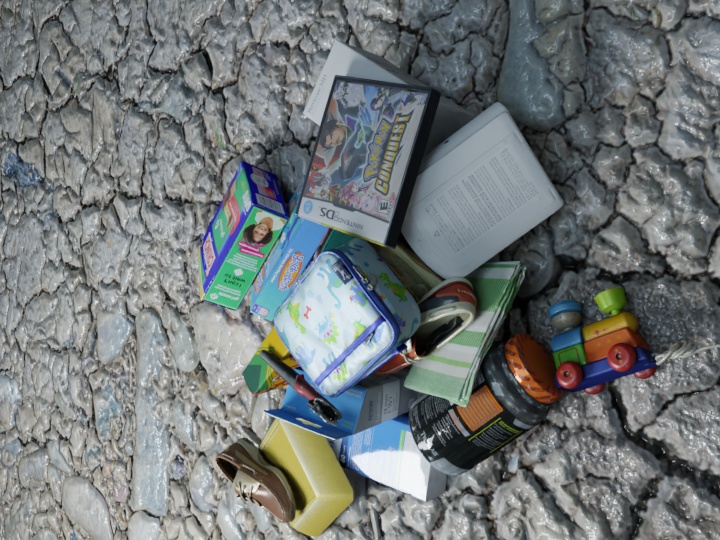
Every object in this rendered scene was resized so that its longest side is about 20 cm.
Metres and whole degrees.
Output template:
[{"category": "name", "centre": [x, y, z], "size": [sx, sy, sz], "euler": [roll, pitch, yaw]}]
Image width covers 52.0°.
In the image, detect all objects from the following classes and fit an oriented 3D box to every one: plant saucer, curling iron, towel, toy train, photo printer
[{"category": "plant saucer", "centre": [-0.105, 0.327, 1.217], "size": [0.201, 0.048, 0.201], "euler": [59, 144, 23]}, {"category": "curling iron", "centre": [-0.089, 0.159, 1.051], "size": [0.026, 0.050, 0.199], "euler": [-50, 43, -5]}, {"category": "towel", "centre": [0.140, 0.079, 1.003], "size": [0.152, 0.023, 0.202], "euler": [2, 64, 64]}, {"category": "toy train", "centre": [0.327, 0.072, 0.911], "size": [0.199, 0.084, 0.117], "euler": [-27, 60, 34]}, {"category": "photo printer", "centre": [0.144, -0.094, 0.973], "size": [0.199, 0.070, 0.167], "euler": [-36, 108, 7]}]

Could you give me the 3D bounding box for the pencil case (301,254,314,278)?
[{"category": "pencil case", "centre": [0.000, 0.000, 1.159], "size": [0.198, 0.083, 0.092], "euler": [-12, 102, 37]}]

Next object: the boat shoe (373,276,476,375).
[{"category": "boat shoe", "centre": [0.080, 0.089, 1.003], "size": [0.200, 0.071, 0.063], "euler": [-41, 31, 28]}]

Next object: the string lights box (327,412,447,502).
[{"category": "string lights box", "centre": [0.039, 0.269, 1.140], "size": [0.198, 0.059, 0.104], "euler": [12, 97, 38]}]

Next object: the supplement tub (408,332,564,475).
[{"category": "supplement tub", "centre": [0.170, 0.180, 1.000], "size": [0.200, 0.122, 0.123], "euler": [-42, 65, 29]}]

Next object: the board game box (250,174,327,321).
[{"category": "board game box", "centre": [-0.119, -0.039, 1.226], "size": [0.201, 0.045, 0.153], "euler": [-56, 22, 23]}]

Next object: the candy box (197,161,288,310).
[{"category": "candy box", "centre": [-0.211, -0.061, 1.286], "size": [0.201, 0.076, 0.170], "euler": [-59, 28, 22]}]

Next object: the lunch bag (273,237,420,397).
[{"category": "lunch bag", "centre": [-0.021, 0.068, 0.993], "size": [0.161, 0.082, 0.200], "euler": [53, 133, 8]}]

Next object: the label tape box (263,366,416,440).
[{"category": "label tape box", "centre": [-0.026, 0.182, 1.102], "size": [0.142, 0.199, 0.067], "euler": [10, 99, 37]}]

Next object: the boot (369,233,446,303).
[{"category": "boot", "centre": [0.017, 0.013, 1.046], "size": [0.199, 0.073, 0.156], "euler": [38, 111, -14]}]

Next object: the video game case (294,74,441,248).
[{"category": "video game case", "centre": [0.004, -0.148, 0.967], "size": [0.180, 0.025, 0.203], "euler": [21, 96, 43]}]

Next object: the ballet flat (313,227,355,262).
[{"category": "ballet flat", "centre": [-0.016, -0.077, 1.116], "size": [0.202, 0.069, 0.071], "euler": [-63, 13, -10]}]

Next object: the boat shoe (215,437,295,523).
[{"category": "boat shoe", "centre": [-0.177, 0.356, 1.224], "size": [0.199, 0.071, 0.077], "euler": [28, 125, 47]}]

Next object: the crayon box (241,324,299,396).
[{"category": "crayon box", "centre": [-0.097, 0.122, 1.172], "size": [0.051, 0.126, 0.200], "euler": [61, 140, 21]}]

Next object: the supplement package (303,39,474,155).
[{"category": "supplement package", "centre": [0.037, -0.223, 1.056], "size": [0.200, 0.119, 0.122], "euler": [40, 113, 32]}]
